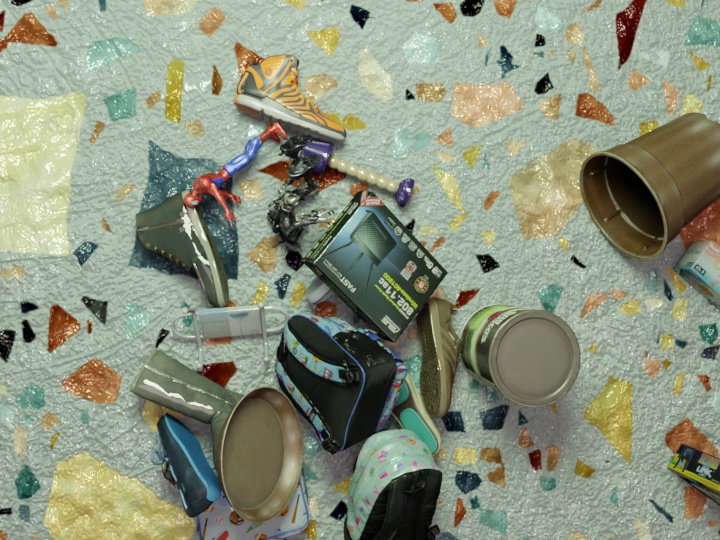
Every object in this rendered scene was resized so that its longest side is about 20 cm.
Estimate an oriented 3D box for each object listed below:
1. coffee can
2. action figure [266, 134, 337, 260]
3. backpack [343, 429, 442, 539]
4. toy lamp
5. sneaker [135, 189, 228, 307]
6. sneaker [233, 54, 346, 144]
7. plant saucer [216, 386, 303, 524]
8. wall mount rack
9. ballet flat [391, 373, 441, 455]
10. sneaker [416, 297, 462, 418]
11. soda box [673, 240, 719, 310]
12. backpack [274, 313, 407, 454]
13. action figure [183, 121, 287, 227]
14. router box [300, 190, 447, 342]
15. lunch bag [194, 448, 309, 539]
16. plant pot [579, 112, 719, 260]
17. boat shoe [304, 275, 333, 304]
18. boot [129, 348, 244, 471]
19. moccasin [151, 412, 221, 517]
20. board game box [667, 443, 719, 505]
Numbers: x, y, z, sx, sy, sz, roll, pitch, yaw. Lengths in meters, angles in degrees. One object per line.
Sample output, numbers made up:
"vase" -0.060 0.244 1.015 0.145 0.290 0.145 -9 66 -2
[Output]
"coffee can" 0.253 0.133 1.220 0.144 0.200 0.149 0 90 -6
"action figure" -0.096 -0.111 1.213 0.101 0.202 0.119 -14 49 -26
"backpack" 0.052 0.361 1.208 0.165 0.127 0.202 -7 127 -28
"toy lamp" -0.008 -0.167 1.262 0.198 0.058 0.059 24 88 -7
"sneaker" -0.292 -0.021 1.229 0.105 0.075 0.203 -22 84 -1
"sneaker" -0.103 -0.292 1.239 0.197 0.078 0.114 22 84 -11
"plant saucer" -0.158 0.280 1.142 0.034 0.199 0.204 -5 92 30
"wall mount rack" -0.211 0.088 1.192 0.196 0.175 0.075 -5 48 -6
"ballet flat" 0.077 0.223 1.273 0.069 0.069 0.202 -29 93 -5
"sneaker" 0.144 0.145 1.258 0.074 0.070 0.203 4 75 -27
"soda box" 0.665 0.034 1.333 0.199 0.064 0.069 40 87 -4
"backpack" -0.044 0.164 1.210 0.133 0.199 0.185 -12 129 -43
"action figure" -0.195 -0.147 1.222 0.199 0.065 0.100 -38 104 -18
"router box" 0.025 -0.006 1.199 0.200 0.062 0.150 44 77 -20
"lunch bag" -0.186 0.381 1.239 0.197 0.076 0.163 -12 94 -7
"plant pot" 0.514 -0.154 1.259 0.197 0.200 0.202 -30 94 -12
"boat shoe" -0.001 -0.001 1.262 0.202 0.074 0.086 -46 108 -11
"boot" -0.272 0.222 1.188 0.198 0.182 0.073 32 113 -12
"moccasin" -0.289 0.303 1.174 0.068 0.200 0.080 -48 129 0
"board game box" 0.649 0.382 1.267 0.164 0.200 0.057 35 86 -6
